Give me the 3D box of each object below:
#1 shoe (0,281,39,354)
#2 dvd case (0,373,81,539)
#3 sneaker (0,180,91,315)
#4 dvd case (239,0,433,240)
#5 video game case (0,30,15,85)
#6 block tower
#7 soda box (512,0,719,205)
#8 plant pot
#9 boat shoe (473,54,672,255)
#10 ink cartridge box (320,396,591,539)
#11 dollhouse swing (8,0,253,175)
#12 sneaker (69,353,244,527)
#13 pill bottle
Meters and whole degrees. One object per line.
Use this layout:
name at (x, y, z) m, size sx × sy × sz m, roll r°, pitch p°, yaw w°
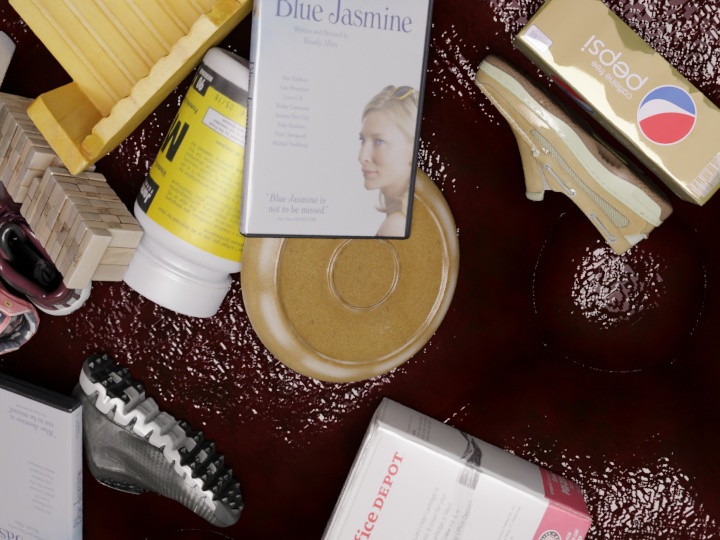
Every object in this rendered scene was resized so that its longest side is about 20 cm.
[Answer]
shoe at (-0.335, 0.017, 0.756) m, size 0.091 × 0.200 × 0.072 m, roll 38°, pitch 80°, yaw 7°
dvd case at (-0.317, 0.186, 0.828) m, size 0.141 × 0.018 × 0.203 m, roll 15°, pitch 116°, yaw 15°
sneaker at (-0.311, -0.047, 0.778) m, size 0.200 × 0.115 × 0.076 m, roll 44°, pitch 79°, yaw -5°
dvd case at (-0.017, -0.124, 0.689) m, size 0.141 × 0.018 × 0.203 m, roll 0°, pitch 103°, yaw -23°
video game case at (-0.371, -0.105, 0.750) m, size 0.181 × 0.201 × 0.024 m, roll -33°, pitch 124°, yaw 11°
block tower at (-0.251, -0.069, 0.756) m, size 0.200 × 0.057 × 0.054 m, roll 49°, pitch 119°, yaw 32°
soda box at (0.216, -0.143, 0.729) m, size 0.200 × 0.068 × 0.064 m, roll 43°, pitch 101°, yaw -1°
plant pot at (0.000, 0.000, 0.751) m, size 0.197 × 0.027 × 0.203 m, roll -6°, pitch 105°, yaw -23°
boat shoe at (0.161, -0.089, 0.747) m, size 0.200 × 0.072 × 0.076 m, roll 42°, pitch 113°, yaw -1°
ink cartridge box at (0.078, 0.222, 0.795) m, size 0.198 × 0.085 × 0.147 m, roll 23°, pitch 101°, yaw 1°
dollhouse swing at (-0.203, -0.222, 0.728) m, size 0.200 × 0.182 × 0.176 m, roll -40°, pitch 103°, yaw 11°
sneaker at (-0.196, 0.173, 0.833) m, size 0.200 × 0.066 × 0.091 m, roll 41°, pitch 104°, yaw 3°
pill bottle at (-0.119, -0.070, 0.758) m, size 0.113 × 0.114 × 0.202 m, roll 29°, pitch 101°, yaw 2°
